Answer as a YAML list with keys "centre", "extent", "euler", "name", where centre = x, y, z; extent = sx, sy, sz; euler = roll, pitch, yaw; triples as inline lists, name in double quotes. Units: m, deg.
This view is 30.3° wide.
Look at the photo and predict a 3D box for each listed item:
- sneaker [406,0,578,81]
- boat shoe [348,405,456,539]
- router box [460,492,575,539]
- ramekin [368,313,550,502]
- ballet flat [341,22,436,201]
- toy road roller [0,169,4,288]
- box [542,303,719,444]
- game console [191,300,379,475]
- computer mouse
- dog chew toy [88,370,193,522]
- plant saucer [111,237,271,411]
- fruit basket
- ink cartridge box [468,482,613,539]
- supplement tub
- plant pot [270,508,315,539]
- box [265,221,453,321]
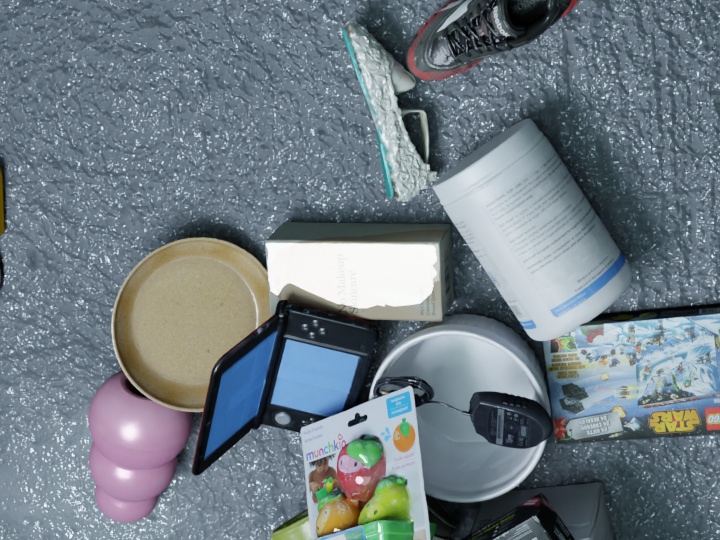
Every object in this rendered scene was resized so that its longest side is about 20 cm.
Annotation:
- centre: [0.128, -0.252, 1.358]
  extent: [0.199, 0.098, 0.071]
  euler: [-25, 101, 21]
  name: "sneaker"
- centre: [0.045, 0.238, 1.536]
  extent: [0.201, 0.072, 0.060]
  euler: [43, 95, -15]
  name: "boat shoe"
- centre: [0.152, 0.349, 1.395]
  extent: [0.199, 0.062, 0.151]
  euler: [-34, 93, 21]
  name: "router box"
- centre: [0.116, 0.144, 1.476]
  extent: [0.198, 0.105, 0.203]
  euler: [4, 108, 14]
  name: "ramekin"
- centre: [0.035, -0.175, 1.428]
  extent: [0.071, 0.072, 0.202]
  euler: [-11, 108, 17]
  name: "ballet flat"
- centre: [-0.503, -0.037, 1.559]
  extent: [0.121, 0.146, 0.203]
  euler: [8, 108, 11]
  name: "toy road roller"
- centre: [0.304, 0.114, 1.453]
  extent: [0.197, 0.040, 0.139]
  euler: [-5, 104, 16]
  name: "box"
- centre: [-0.083, 0.145, 1.472]
  extent: [0.170, 0.119, 0.201]
  euler: [13, 134, -4]
  name: "game console"
- centre: [0.109, 0.142, 1.408]
  extent: [0.198, 0.034, 0.059]
  euler: [14, 130, 15]
  name: "computer mouse"
- centre: [-0.271, 0.218, 1.594]
  extent: [0.123, 0.125, 0.202]
  euler: [19, 118, 8]
  name: "dog chew toy"
- centre: [-0.188, 0.060, 1.532]
  extent: [0.198, 0.035, 0.203]
  euler: [-2, 99, -14]
  name: "plant saucer"
- centre: [-0.001, 0.243, 1.411]
  extent: [0.184, 0.093, 0.202]
  euler: [-24, 69, 42]
  name: "fruit basket"
- centre: [0.215, 0.363, 1.494]
  extent: [0.145, 0.145, 0.202]
  euler: [-9, 104, 17]
  name: "ink cartridge box"
- centre: [0.181, -0.041, 1.390]
  extent: [0.131, 0.132, 0.201]
  euler: [-31, 97, 21]
  name: "supplement tub"
- centre: [-0.007, 0.359, 1.539]
  extent: [0.199, 0.200, 0.194]
  euler: [-30, 86, 21]
  name: "plant pot"
- centre: [0.000, 0.000, 1.476]
  extent: [0.197, 0.078, 0.096]
  euler: [0, 107, 14]
  name: "box"
